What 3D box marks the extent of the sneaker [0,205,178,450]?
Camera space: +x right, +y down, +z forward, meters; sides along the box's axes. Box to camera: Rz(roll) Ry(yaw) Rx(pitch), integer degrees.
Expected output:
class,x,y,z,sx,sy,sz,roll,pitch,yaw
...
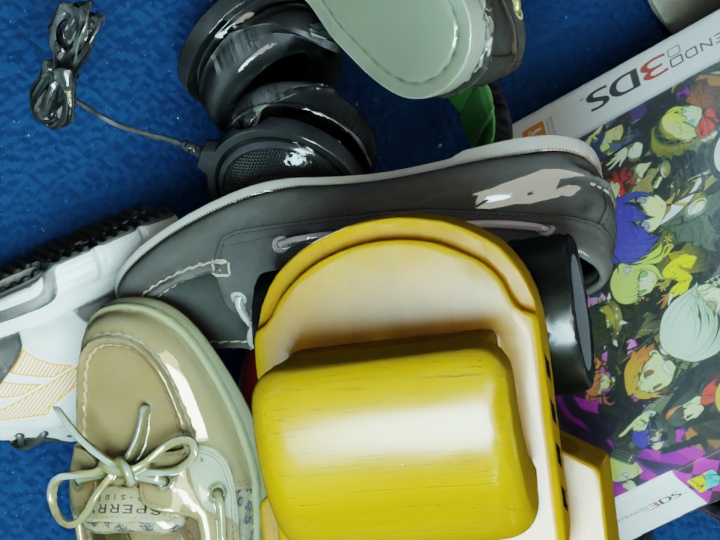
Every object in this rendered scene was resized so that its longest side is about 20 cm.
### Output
class,x,y,z,sx,sy,sz,roll,pitch,yaw
sneaker,-0.152,0.047,0.956,0.199,0.074,0.080,-23,104,-11

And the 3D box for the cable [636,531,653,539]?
class,x,y,z,sx,sy,sz,roll,pitch,yaw
cable,0.172,0.134,1.073,0.163,0.051,0.201,1,92,-20

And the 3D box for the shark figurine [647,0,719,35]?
class,x,y,z,sx,sy,sz,roll,pitch,yaw
shark figurine,0.175,-0.139,1.020,0.128,0.089,0.215,-5,99,-16

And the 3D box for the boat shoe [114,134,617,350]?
class,x,y,z,sx,sy,sz,roll,pitch,yaw
boat shoe,0.000,0.000,0.898,0.199,0.057,0.067,-15,140,10

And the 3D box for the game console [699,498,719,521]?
class,x,y,z,sx,sy,sz,roll,pitch,yaw
game console,0.199,0.017,0.994,0.199,0.119,0.173,-15,72,-15

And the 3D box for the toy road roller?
class,x,y,z,sx,sy,sz,roll,pitch,yaw
toy road roller,0.020,0.081,0.811,0.122,0.146,0.201,-7,94,10

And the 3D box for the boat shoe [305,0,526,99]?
class,x,y,z,sx,sy,sz,roll,pitch,yaw
boat shoe,-0.010,-0.150,0.956,0.072,0.061,0.201,-47,71,30

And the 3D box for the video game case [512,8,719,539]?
class,x,y,z,sx,sy,sz,roll,pitch,yaw
video game case,0.150,-0.014,0.937,0.181,0.200,0.036,-28,139,22

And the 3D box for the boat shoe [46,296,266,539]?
class,x,y,z,sx,sy,sz,roll,pitch,yaw
boat shoe,-0.074,0.111,0.907,0.063,0.073,0.201,-26,106,-56

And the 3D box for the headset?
class,x,y,z,sx,sy,sz,roll,pitch,yaw
headset,-0.032,-0.072,0.942,0.199,0.124,0.094,-1,140,-20

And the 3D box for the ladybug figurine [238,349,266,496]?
class,x,y,z,sx,sy,sz,roll,pitch,yaw
ladybug figurine,0.015,0.053,0.953,0.135,0.072,0.201,0,54,1
